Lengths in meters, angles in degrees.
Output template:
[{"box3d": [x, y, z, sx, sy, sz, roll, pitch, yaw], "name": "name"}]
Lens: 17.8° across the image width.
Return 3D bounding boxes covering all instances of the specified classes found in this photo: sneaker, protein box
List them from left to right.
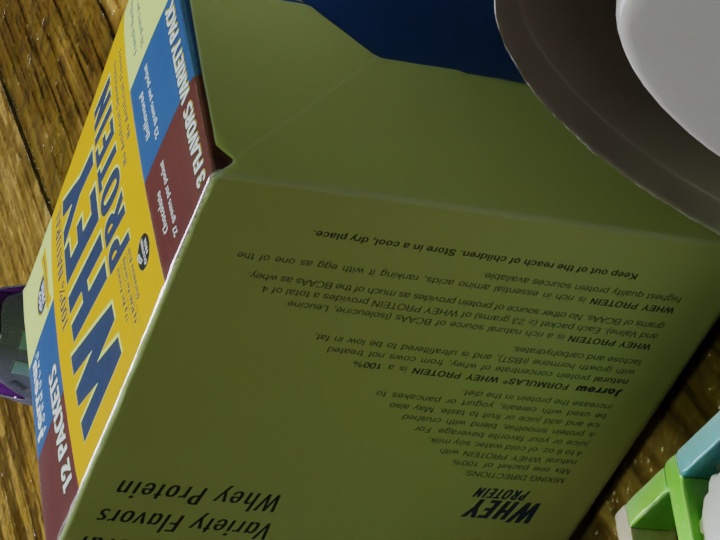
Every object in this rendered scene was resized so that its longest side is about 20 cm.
[{"box3d": [-0.135, 0.028, 1.006, 0.200, 0.087, 0.075, 147, 137, -81], "name": "sneaker"}, {"box3d": [0.000, 0.000, 0.831, 0.135, 0.197, 0.201, -103, 29, -41], "name": "protein box"}]

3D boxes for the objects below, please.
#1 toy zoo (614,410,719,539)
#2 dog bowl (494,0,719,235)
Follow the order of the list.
[{"box3d": [0.140, 0.090, 0.696, 0.200, 0.020, 0.132, 126, 144, -51], "name": "toy zoo"}, {"box3d": [0.133, -0.055, 0.541, 0.059, 0.199, 0.200, -65, 17, -18], "name": "dog bowl"}]
